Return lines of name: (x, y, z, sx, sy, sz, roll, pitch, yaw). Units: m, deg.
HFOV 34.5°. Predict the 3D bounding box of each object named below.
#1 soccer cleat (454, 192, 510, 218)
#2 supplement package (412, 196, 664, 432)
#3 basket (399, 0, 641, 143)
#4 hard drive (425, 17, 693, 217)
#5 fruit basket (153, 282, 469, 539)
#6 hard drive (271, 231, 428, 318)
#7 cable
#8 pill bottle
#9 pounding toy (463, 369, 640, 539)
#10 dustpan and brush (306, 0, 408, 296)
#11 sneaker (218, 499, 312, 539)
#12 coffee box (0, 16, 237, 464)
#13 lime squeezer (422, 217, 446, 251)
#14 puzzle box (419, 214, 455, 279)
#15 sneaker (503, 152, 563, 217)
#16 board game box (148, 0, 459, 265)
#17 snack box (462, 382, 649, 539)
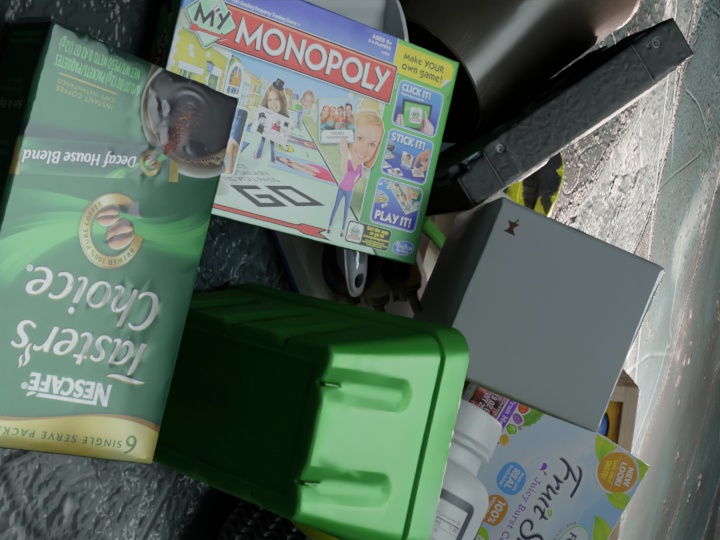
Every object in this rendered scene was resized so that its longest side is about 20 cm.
soccer cleat: (0.132, 0.005, 1.029, 0.086, 0.070, 0.201, -102, 173, -58)
supplement package: (0.111, 0.029, 0.819, 0.200, 0.116, 0.118, 161, -47, -86)
basket: (0.106, -0.201, 0.879, 0.200, 0.136, 0.181, -44, 142, -25)
hard drive: (0.131, -0.108, 0.855, 0.200, 0.140, 0.038, -34, 97, -12)
fruit basket: (-0.019, 0.097, 0.709, 0.215, 0.215, 0.156, 15, 87, -63)
hard drive: (0.000, 0.000, 0.874, 0.132, 0.025, 0.201, -54, 137, -39)
cable: (-0.001, -0.058, 0.823, 0.097, 0.050, 0.201, -9, 91, -40)
pill bottle: (0.034, 0.198, 0.927, 0.201, 0.119, 0.120, -64, 150, -15)
pounding toy: (0.152, 0.184, 1.113, 0.142, 0.199, 0.185, -103, -163, -76)
dustpan and brush: (-0.016, -0.085, 0.753, 0.139, 0.057, 0.201, -13, 111, -41)
sneaker: (-0.057, 0.183, 0.840, 0.090, 0.070, 0.200, -63, 171, 33)
coffee box: (-0.137, -0.008, 0.578, 0.123, 0.044, 0.201, 19, 84, -45)
lime squeezer: (0.048, -0.081, 0.932, 0.070, 0.038, 0.201, -30, 117, -35)
puzzle box: (0.062, 0.037, 1.035, 0.133, 0.025, 0.201, 30, 74, -62)
sneaker: (0.158, -0.035, 1.140, 0.085, 0.074, 0.201, -45, 153, -76)
board game box: (-0.036, -0.089, 0.696, 0.199, 0.029, 0.135, 13, 90, -36)
snack box: (0.129, 0.211, 1.024, 0.201, 0.168, 0.068, -58, 180, -3)
